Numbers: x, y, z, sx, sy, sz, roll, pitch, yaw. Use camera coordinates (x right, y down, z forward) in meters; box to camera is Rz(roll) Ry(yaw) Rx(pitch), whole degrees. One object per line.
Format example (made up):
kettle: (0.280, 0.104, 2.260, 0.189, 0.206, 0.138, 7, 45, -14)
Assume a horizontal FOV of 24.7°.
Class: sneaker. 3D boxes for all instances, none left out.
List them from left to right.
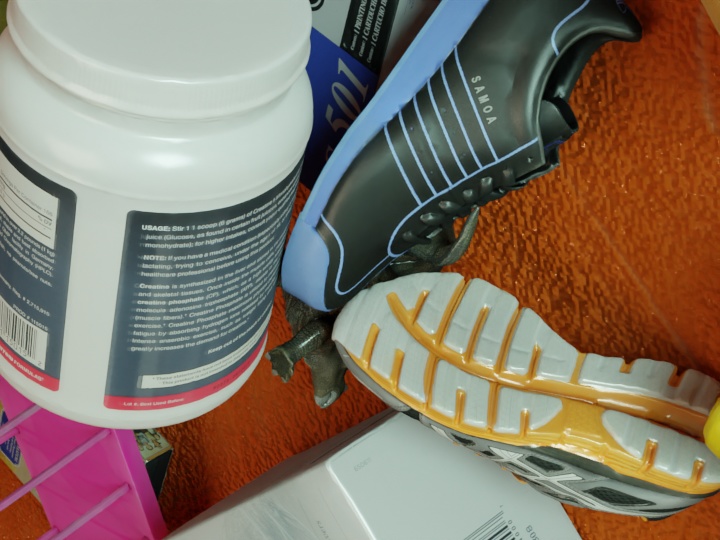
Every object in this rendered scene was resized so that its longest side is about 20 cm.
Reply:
sneaker: (0.043, -0.053, 0.732, 0.078, 0.070, 0.200, 38, 106, 14)
sneaker: (0.078, 0.068, 0.773, 0.200, 0.078, 0.077, 23, 145, 3)

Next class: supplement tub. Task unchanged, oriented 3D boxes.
supplement tub: (-0.098, -0.040, 0.736, 0.140, 0.140, 0.200, 38, 136, 25)

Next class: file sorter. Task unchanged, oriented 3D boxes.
file sorter: (-0.225, 0.148, 1.069, 0.139, 0.125, 0.200, 18, 133, 42)

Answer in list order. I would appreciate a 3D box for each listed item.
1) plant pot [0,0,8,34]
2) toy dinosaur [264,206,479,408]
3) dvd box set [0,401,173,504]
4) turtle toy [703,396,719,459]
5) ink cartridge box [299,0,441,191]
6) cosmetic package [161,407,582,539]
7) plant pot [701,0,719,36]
plant pot: (-0.189, -0.134, 0.912, 0.200, 0.200, 0.190, 33, 146, 30)
toy dinosaur: (0.000, 0.000, 0.847, 0.077, 0.102, 0.200, 52, 133, 12)
dvd box set: (-0.220, 0.110, 1.187, 0.200, 0.029, 0.146, 42, 137, 22)
turtle toy: (0.219, 0.072, 0.642, 0.146, 0.101, 0.200, 41, 137, 22)
ink cartridge box: (-0.006, -0.133, 0.805, 0.094, 0.044, 0.200, 40, 137, 25)
cosmetic package: (0.019, 0.189, 0.910, 0.200, 0.123, 0.199, -34, 86, 52)
plant pot: (0.175, -0.131, 0.516, 0.200, 0.200, 0.183, 12, 136, 43)
